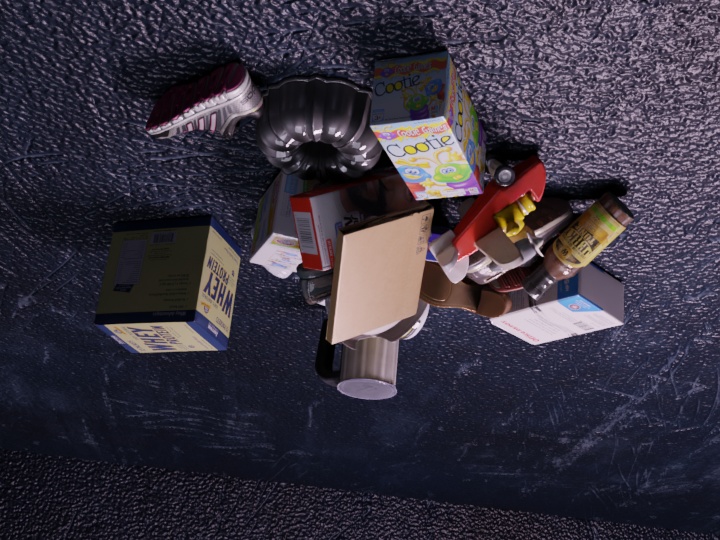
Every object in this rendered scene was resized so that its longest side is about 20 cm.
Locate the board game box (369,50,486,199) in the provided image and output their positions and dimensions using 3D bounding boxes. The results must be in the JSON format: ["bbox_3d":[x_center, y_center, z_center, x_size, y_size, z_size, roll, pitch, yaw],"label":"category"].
[{"bbox_3d":[0.095,-0.191,1.451,0.105,0.103,0.200,-5,153,21],"label":"board game box"}]

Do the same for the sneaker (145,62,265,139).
[{"bbox_3d":[-0.213,-0.219,1.493,0.199,0.074,0.087,-18,140,32],"label":"sneaker"}]

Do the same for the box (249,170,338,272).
[{"bbox_3d":[-0.102,-0.075,1.692,0.101,0.113,0.200,12,166,-13],"label":"box"}]

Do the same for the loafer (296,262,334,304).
[{"bbox_3d":[0.000,0.000,1.634,0.199,0.063,0.072,-13,-163,-16],"label":"loafer"}]

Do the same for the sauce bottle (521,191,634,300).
[{"bbox_3d":[0.335,-0.033,1.670,0.065,0.065,0.200,28,112,-39],"label":"sauce bottle"}]

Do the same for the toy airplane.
[{"bbox_3d":[0.198,-0.058,1.598,0.141,0.200,0.199,32,147,-21],"label":"toy airplane"}]

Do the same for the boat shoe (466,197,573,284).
[{"bbox_3d":[0.249,-0.046,1.701,0.200,0.075,0.073,-28,131,12],"label":"boat shoe"}]

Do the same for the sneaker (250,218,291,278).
[{"bbox_3d":[-0.097,-0.034,1.866,0.199,0.075,0.115,13,156,-6],"label":"sneaker"}]

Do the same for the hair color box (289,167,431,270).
[{"bbox_3d":[0.003,-0.080,1.585,0.200,0.111,0.064,-19,-165,-32],"label":"hair color box"}]

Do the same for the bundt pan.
[{"bbox_3d":[-0.056,-0.189,1.523,0.201,0.076,0.202,4,155,2],"label":"bundt pan"}]

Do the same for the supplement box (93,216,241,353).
[{"bbox_3d":[-0.337,0.028,1.894,0.199,0.200,0.134,-3,154,19],"label":"supplement box"}]

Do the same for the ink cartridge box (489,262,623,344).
[{"bbox_3d":[0.355,0.058,1.943,0.200,0.085,0.146,-18,146,42],"label":"ink cartridge box"}]

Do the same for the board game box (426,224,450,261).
[{"bbox_3d":[0.053,-0.055,1.739,0.199,0.045,0.134,8,-171,-5],"label":"board game box"}]

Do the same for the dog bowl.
[{"bbox_3d":[0.027,0.040,1.843,0.200,0.059,0.201,-19,131,-24],"label":"dog bowl"}]

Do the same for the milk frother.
[{"bbox_3d":[0.030,0.165,2.119,0.200,0.189,0.180,26,149,-36],"label":"milk frother"}]

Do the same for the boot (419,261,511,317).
[{"bbox_3d":[0.164,0.022,1.824,0.199,0.077,0.155,17,-173,7],"label":"boot"}]

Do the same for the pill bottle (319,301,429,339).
[{"bbox_3d":[0.019,0.049,1.966,0.200,0.112,0.112,19,152,-26],"label":"pill bottle"}]

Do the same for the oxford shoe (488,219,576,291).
[{"bbox_3d":[0.305,-0.014,1.758,0.200,0.071,0.075,-24,161,6],"label":"oxford shoe"}]

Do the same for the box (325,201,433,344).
[{"bbox_3d":[0.027,0.005,1.580,0.163,0.021,0.200,-18,133,-31],"label":"box"}]
